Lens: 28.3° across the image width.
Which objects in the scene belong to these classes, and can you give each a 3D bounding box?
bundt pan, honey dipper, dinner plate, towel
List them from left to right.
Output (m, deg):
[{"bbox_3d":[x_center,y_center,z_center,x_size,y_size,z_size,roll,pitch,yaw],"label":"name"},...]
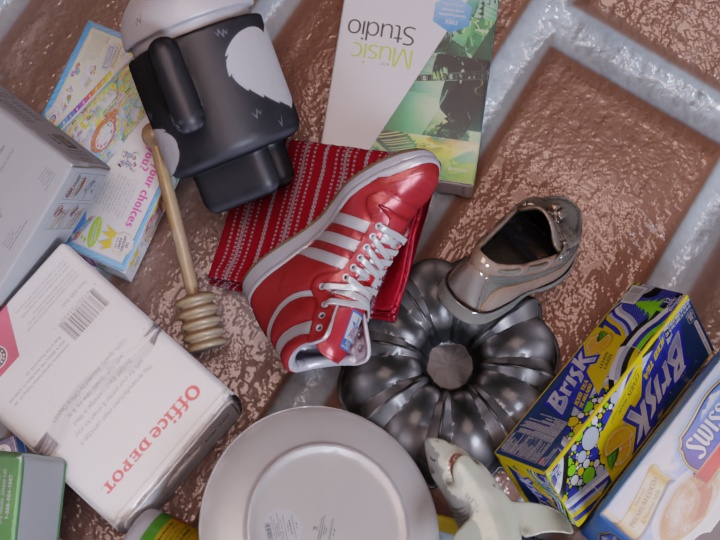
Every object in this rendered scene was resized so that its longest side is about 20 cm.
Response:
[{"bbox_3d":[-0.156,-0.031,1.238,0.037,0.038,0.203,-13,86,-2],"label":"honey dipper"},{"bbox_3d":[-0.033,-0.041,1.222,0.198,0.022,0.147,10,76,30],"label":"towel"},{"bbox_3d":[-0.027,0.202,1.107,0.197,0.024,0.203,6,68,-16],"label":"dinner plate"},{"bbox_3d":[0.075,0.078,1.204,0.198,0.076,0.205,-1,74,2],"label":"bundt pan"}]

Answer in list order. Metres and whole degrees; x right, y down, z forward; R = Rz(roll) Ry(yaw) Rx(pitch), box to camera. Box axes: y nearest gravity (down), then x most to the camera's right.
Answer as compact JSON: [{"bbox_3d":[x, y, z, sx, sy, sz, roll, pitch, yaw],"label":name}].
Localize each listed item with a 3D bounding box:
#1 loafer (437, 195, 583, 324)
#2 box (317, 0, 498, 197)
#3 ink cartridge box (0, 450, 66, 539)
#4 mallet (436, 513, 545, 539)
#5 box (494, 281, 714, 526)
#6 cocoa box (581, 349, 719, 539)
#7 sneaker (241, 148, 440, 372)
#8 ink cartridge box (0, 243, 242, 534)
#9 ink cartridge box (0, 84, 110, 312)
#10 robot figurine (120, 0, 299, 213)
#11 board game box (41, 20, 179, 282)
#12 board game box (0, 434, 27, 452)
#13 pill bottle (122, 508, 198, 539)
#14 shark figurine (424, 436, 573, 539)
[{"bbox_3d":[0.138,-0.021,1.182,0.072,0.063,0.199,39,41,14],"label":"loafer"},{"bbox_3d":[0.045,-0.175,1.292,0.142,0.036,0.203,7,77,4],"label":"box"},{"bbox_3d":[-0.342,0.211,1.118,0.197,0.087,0.148,2,81,14],"label":"ink cartridge box"},{"bbox_3d":[0.103,0.209,1.179,0.197,0.041,0.067,8,107,0],"label":"mallet"},{"bbox_3d":[0.202,0.106,1.169,0.200,0.070,0.064,-47,34,-20],"label":"box"},{"bbox_3d":[0.290,0.168,1.143,0.131,0.134,0.200,39,79,11],"label":"cocoa box"},{"bbox_3d":[0.000,0.000,1.132,0.199,0.071,0.113,-40,53,18],"label":"sneaker"},{"bbox_3d":[-0.218,0.102,1.199,0.199,0.085,0.146,40,80,12],"label":"ink cartridge box"},{"bbox_3d":[-0.342,-0.055,1.211,0.175,0.084,0.201,36,100,9],"label":"ink cartridge box"},{"bbox_3d":[-0.123,-0.156,1.205,0.123,0.150,0.203,-22,95,-20],"label":"robot figurine"},{"bbox_3d":[-0.225,-0.108,1.281,0.133,0.034,0.202,22,77,7],"label":"board game box"},{"bbox_3d":[-0.323,0.253,1.185,0.133,0.034,0.203,-16,76,-3],"label":"board game box"},{"bbox_3d":[-0.105,0.281,1.134,0.198,0.111,0.112,25,77,7],"label":"pill bottle"},{"bbox_3d":[0.089,0.251,1.111,0.126,0.090,0.217,17,60,-14],"label":"shark figurine"}]
